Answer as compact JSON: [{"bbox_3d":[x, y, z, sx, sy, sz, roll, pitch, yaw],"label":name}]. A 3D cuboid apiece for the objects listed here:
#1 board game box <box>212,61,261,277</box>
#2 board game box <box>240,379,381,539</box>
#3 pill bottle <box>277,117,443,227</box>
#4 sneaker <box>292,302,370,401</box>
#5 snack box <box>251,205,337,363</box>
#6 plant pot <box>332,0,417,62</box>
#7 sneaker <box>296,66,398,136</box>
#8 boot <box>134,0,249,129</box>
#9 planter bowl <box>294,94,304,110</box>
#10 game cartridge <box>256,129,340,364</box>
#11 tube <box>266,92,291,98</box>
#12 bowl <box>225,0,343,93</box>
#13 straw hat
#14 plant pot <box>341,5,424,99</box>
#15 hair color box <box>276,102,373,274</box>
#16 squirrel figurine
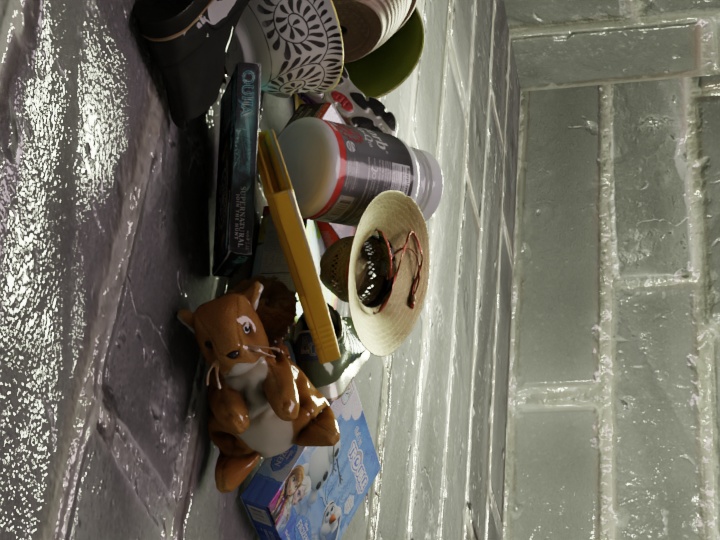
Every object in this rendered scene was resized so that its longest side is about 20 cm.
[{"bbox_3d":[-0.131,-0.104,1.581,0.135,0.028,0.203,144,-51,-74],"label":"board game box"},{"bbox_3d":[-0.053,0.251,1.779,0.200,0.043,0.201,-58,149,-31],"label":"board game box"},{"bbox_3d":[-0.002,-0.110,1.766,0.198,0.115,0.118,7,78,-45],"label":"pill bottle"},{"bbox_3d":[-0.034,0.073,1.719,0.200,0.066,0.091,-62,143,-68],"label":"sneaker"},{"bbox_3d":[-0.082,0.050,1.804,0.170,0.067,0.202,71,20,-50],"label":"snack box"},{"bbox_3d":[-0.026,-0.303,1.698,0.202,0.198,0.094,69,11,-52],"label":"plant pot"},{"bbox_3d":[-0.046,-0.208,1.882,0.081,0.200,0.084,-42,176,-40],"label":"sneaker"},{"bbox_3d":[-0.143,-0.253,1.525,0.200,0.077,0.139,-41,141,-28],"label":"boot"},{"bbox_3d":[-0.026,-0.222,2.073,0.200,0.082,0.204,-3,90,-77],"label":"planter bowl"},{"bbox_3d":[-0.070,-0.027,1.584,0.177,0.032,0.202,-111,-174,-63],"label":"game cartridge"},{"bbox_3d":[-0.078,-0.312,1.816,0.058,0.051,0.203,145,-38,-80],"label":"tube"},{"bbox_3d":[-0.114,-0.268,1.621,0.094,0.200,0.203,-29,127,-24],"label":"bowl"},{"bbox_3d":[0.000,0.000,1.721,0.200,0.084,0.204,-17,110,-59],"label":"straw hat"},{"bbox_3d":[-0.021,-0.355,1.988,0.201,0.184,0.189,-101,177,-50],"label":"plant pot"},{"bbox_3d":[-0.033,-0.097,1.862,0.201,0.063,0.111,54,56,-33],"label":"hair color box"},{"bbox_3d":[-0.121,0.090,1.563,0.201,0.140,0.188,-98,166,-55],"label":"squirrel figurine"}]
